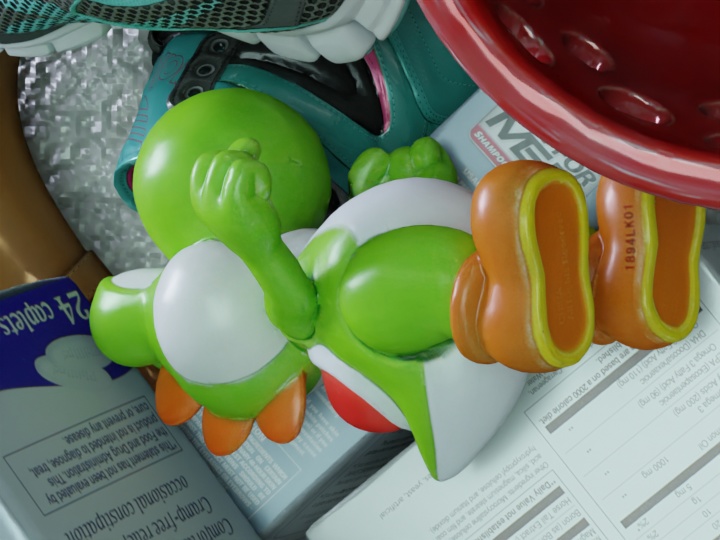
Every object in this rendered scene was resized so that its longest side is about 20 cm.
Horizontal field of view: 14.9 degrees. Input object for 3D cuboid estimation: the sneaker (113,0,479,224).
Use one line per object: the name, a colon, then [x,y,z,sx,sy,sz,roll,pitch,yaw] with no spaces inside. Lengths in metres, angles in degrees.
sneaker: [-0.057,-0.081,0.925,0.200,0.084,0.121,33,68,10]

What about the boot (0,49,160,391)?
boot: [-0.116,-0.010,0.961,0.155,0.074,0.200,36,114,11]

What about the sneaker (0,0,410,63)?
sneaker: [-0.085,-0.108,0.844,0.200,0.091,0.078,2,85,30]

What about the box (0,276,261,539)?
box: [-0.119,0.139,0.860,0.184,0.105,0.200,-41,82,26]

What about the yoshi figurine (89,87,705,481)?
yoshi figurine: [-0.004,-0.015,0.805,0.200,0.112,0.112,-6,132,42]

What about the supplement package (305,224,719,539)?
supplement package: [0.116,0.108,0.863,0.151,0.152,0.200,-40,81,12]

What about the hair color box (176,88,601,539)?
hair color box: [0.010,0.019,0.915,0.200,0.099,0.061,-43,80,11]

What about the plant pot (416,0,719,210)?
plant pot: [0.117,-0.129,0.758,0.200,0.182,0.200,3,103,12]
